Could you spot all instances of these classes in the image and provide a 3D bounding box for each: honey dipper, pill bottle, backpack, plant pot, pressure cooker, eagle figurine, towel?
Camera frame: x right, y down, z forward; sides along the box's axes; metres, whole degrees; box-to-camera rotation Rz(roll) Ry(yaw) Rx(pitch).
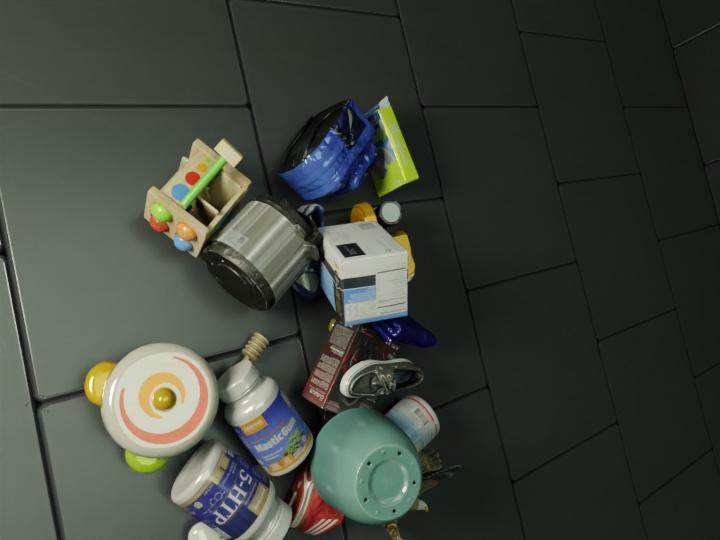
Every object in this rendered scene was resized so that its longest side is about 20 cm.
[{"bbox_3d":[-0.247,0.209,1.053,0.038,0.038,0.201,43,65,-18],"label":"honey dipper"},{"bbox_3d":[0.070,0.366,1.177,0.199,0.108,0.110,-32,97,-33],"label":"pill bottle"},{"bbox_3d":[-0.066,-0.241,1.184,0.168,0.162,0.201,45,59,-20],"label":"backpack"},{"bbox_3d":[0.024,0.368,1.008,0.198,0.161,0.204,2,85,-20],"label":"plant pot"},{"bbox_3d":[-0.179,-0.045,1.059,0.176,0.178,0.201,44,62,-12],"label":"pressure cooker"},{"bbox_3d":[0.106,0.464,1.165,0.201,0.151,0.151,-58,149,-10],"label":"eagle figurine"},{"bbox_3d":[-0.222,0.407,0.975,0.200,0.119,0.120,44,61,-18],"label":"pill bottle"},{"bbox_3d":[0.071,0.113,1.184,0.050,0.147,0.199,-56,147,6],"label":"towel"},{"bbox_3d":[-0.182,0.270,1.017,0.112,0.111,0.201,-44,113,-31],"label":"pill bottle"}]

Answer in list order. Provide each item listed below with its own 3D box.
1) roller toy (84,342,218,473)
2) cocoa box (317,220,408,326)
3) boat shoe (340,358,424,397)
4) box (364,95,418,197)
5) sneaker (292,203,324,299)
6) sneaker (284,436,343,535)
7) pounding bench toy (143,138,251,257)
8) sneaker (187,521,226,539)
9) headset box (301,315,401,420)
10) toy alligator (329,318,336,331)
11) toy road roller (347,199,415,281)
[{"bbox_3d":[-0.337,0.214,0.919,0.181,0.139,0.202,-32,93,-29],"label":"roller toy"},{"bbox_3d":[0.000,0.000,1.066,0.131,0.200,0.133,-9,114,-15],"label":"cocoa box"},{"bbox_3d":[0.051,0.221,1.096,0.198,0.066,0.071,3,99,-43],"label":"boat shoe"},{"bbox_3d":[0.054,-0.288,1.294,0.047,0.121,0.202,-23,93,-32],"label":"box"},{"bbox_3d":[-0.108,-0.043,1.160,0.074,0.088,0.203,-2,82,-34],"label":"sneaker"},{"bbox_3d":[-0.071,0.431,1.106,0.115,0.078,0.202,39,74,-29],"label":"sneaker"},{"bbox_3d":[-0.293,-0.135,0.983,0.124,0.200,0.157,38,62,-9],"label":"pounding bench toy"},{"bbox_3d":[-0.238,0.532,0.968,0.071,0.072,0.202,-31,96,-31],"label":"sneaker"},{"bbox_3d":[-0.019,0.215,1.129,0.148,0.075,0.202,33,79,-42],"label":"headset box"},{"bbox_3d":[-0.036,0.137,1.195,0.054,0.059,0.202,52,55,-65],"label":"toy alligator"},{"bbox_3d":[0.025,-0.053,1.234,0.144,0.123,0.203,-17,88,-19],"label":"toy road roller"}]
